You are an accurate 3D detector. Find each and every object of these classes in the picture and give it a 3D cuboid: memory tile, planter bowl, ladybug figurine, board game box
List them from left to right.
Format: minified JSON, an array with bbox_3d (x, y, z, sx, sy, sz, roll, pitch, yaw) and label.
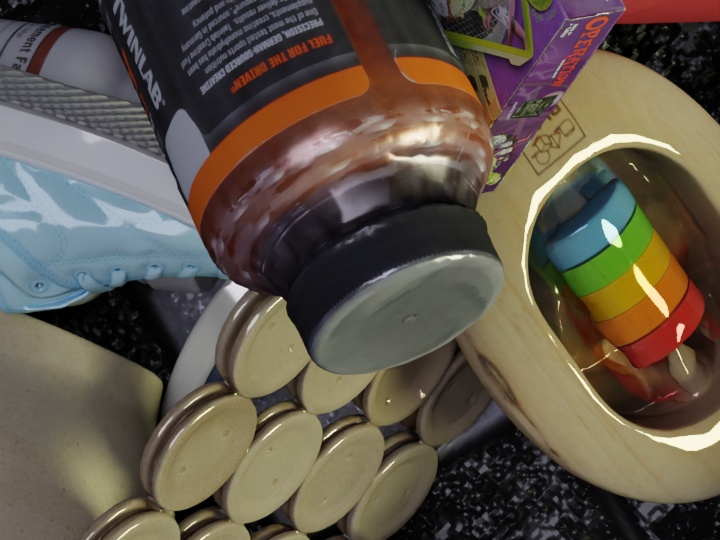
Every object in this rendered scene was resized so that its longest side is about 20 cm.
[{"bbox_3d":[-0.154,0.083,1.118,0.200,0.200,0.135,20,81,11],"label":"planter bowl"},{"bbox_3d":[-0.024,0.073,1.085,0.017,0.200,0.153,37,98,29],"label":"memory tile"},{"bbox_3d":[0.022,-0.140,1.012,0.032,0.120,0.200,-13,67,-23],"label":"board game box"},{"bbox_3d":[0.090,-0.001,1.098,0.136,0.072,0.200,-39,111,-15],"label":"ladybug figurine"}]

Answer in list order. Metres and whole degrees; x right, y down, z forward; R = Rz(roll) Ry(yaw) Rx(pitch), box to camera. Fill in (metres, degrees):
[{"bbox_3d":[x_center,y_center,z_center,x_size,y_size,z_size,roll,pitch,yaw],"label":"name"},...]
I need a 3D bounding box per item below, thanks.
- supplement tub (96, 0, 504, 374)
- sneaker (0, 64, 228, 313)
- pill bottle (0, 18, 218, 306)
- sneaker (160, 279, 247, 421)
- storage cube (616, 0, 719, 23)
[{"bbox_3d":[-0.022,-0.066,0.980,0.107,0.107,0.200,-29,64,10],"label":"supplement tub"},{"bbox_3d":[-0.097,-0.018,1.064,0.200,0.074,0.082,19,108,-2],"label":"sneaker"},{"bbox_3d":[-0.152,-0.046,1.153,0.199,0.112,0.112,8,91,11],"label":"pill bottle"},{"bbox_3d":[0.000,0.000,1.144,0.084,0.075,0.200,36,102,-3],"label":"sneaker"},{"bbox_3d":[0.118,-0.184,1.034,0.171,0.180,0.201,-7,86,-26],"label":"storage cube"}]
